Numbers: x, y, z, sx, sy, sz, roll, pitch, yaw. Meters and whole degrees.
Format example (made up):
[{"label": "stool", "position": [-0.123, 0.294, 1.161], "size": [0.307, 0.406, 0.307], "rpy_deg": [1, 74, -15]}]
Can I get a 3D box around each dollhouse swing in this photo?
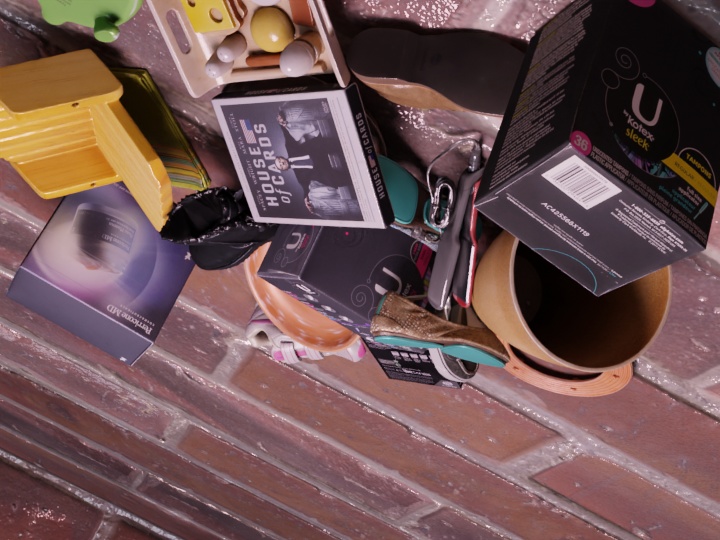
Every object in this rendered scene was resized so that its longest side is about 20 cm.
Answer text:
[{"label": "dollhouse swing", "position": [-0.333, -0.124, 1.217], "size": [0.181, 0.177, 0.200], "rpy_deg": [-16, 161, -15]}]

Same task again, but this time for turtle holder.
[{"label": "turtle holder", "position": [-0.245, -0.296, 0.959], "size": [0.140, 0.132, 0.186], "rpy_deg": [17, 150, 10]}]

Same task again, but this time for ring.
[{"label": "ring", "position": [0.258, 0.105, 1.350], "size": [0.199, 0.019, 0.201], "rpy_deg": [19, 149, 11]}]

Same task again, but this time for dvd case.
[{"label": "dvd case", "position": [-0.063, -0.118, 1.080], "size": [0.199, 0.025, 0.151], "rpy_deg": [4, 122, 42]}]

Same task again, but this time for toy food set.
[{"label": "toy food set", "position": [-0.114, -0.237, 0.999], "size": [0.199, 0.061, 0.144], "rpy_deg": [2, 130, 33]}]

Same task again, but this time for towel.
[{"label": "towel", "position": [-0.260, -0.172, 1.279], "size": [0.086, 0.018, 0.200], "rpy_deg": [8, 146, 25]}]

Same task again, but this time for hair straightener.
[{"label": "hair straightener", "position": [0.095, -0.047, 1.107], "size": [0.041, 0.077, 0.201], "rpy_deg": [47, 137, 49]}]

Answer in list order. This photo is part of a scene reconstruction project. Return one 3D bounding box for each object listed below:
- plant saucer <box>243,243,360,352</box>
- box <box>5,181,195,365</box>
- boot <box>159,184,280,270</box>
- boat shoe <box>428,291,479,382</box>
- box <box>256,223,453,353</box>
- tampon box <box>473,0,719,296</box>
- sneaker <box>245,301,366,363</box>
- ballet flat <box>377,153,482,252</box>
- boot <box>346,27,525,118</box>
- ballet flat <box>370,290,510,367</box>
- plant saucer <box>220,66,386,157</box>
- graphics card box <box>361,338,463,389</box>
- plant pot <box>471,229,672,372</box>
[{"label": "plant saucer", "position": [-0.067, 0.015, 1.362], "size": [0.199, 0.037, 0.201], "rpy_deg": [22, 132, 27]}, {"label": "box", "position": [-0.339, -0.012, 1.409], "size": [0.199, 0.199, 0.123], "rpy_deg": [31, 149, -14]}, {"label": "boot", "position": [-0.178, -0.050, 1.261], "size": [0.197, 0.074, 0.162], "rpy_deg": [-20, 172, 32]}, {"label": "boat shoe", "position": [0.127, 0.085, 1.352], "size": [0.063, 0.071, 0.200], "rpy_deg": [12, 147, 35]}, {"label": "box", "position": [0.000, 0.000, 1.220], "size": [0.199, 0.123, 0.106], "rpy_deg": [31, 165, -30]}, {"label": "tampon box", "position": [0.209, -0.113, 0.856], "size": [0.149, 0.201, 0.126], "rpy_deg": [33, 149, -17]}, {"label": "sneaker", "position": [-0.084, 0.101, 1.494], "size": [0.199, 0.088, 0.082], "rpy_deg": [16, 150, 31]}, {"label": "ballet flat", "position": [0.047, -0.068, 1.142], "size": [0.199, 0.075, 0.074], "rpy_deg": [29, 152, -34]}, {"label": "boot", "position": [0.089, -0.181, 0.985], "size": [0.199, 0.074, 0.075], "rpy_deg": [17, 168, 21]}, {"label": "ballet flat", "position": [0.100, 0.064, 1.189], "size": [0.199, 0.066, 0.070], "rpy_deg": [17, 164, -36]}, {"label": "plant saucer", "position": [-0.060, -0.160, 1.142], "size": [0.199, 0.032, 0.201], "rpy_deg": [18, 149, 11]}, {"label": "graphics card box", "position": [0.062, 0.086, 1.426], "size": [0.125, 0.051, 0.200], "rpy_deg": [4, 143, 33]}, {"label": "plant pot", "position": [0.203, 0.015, 1.117], "size": [0.186, 0.187, 0.200], "rpy_deg": [31, 167, -13]}]
